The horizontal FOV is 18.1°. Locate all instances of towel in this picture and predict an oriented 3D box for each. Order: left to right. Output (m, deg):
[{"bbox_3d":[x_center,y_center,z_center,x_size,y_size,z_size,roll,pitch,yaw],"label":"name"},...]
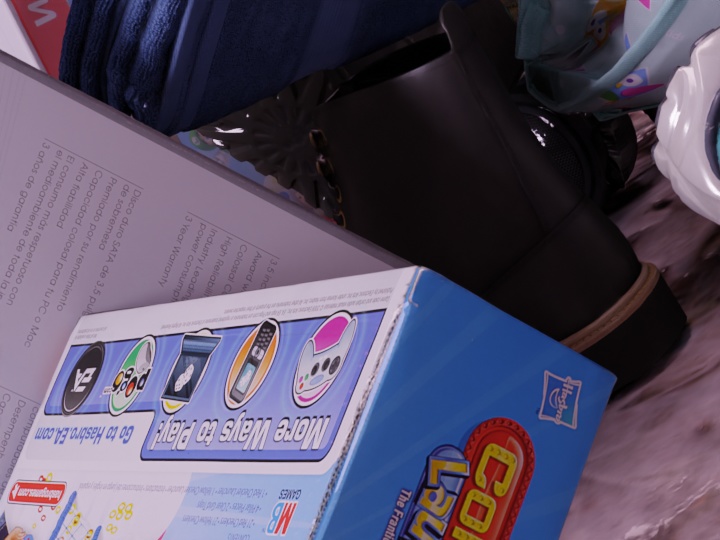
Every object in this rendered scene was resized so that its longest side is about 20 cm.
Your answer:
[{"bbox_3d":[-0.013,-0.115,0.728,0.199,0.048,0.112,-28,-32,-47],"label":"towel"}]

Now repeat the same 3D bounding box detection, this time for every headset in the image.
[{"bbox_3d":[0.113,-0.061,0.958,0.123,0.094,0.200,-41,-1,-13],"label":"headset"}]

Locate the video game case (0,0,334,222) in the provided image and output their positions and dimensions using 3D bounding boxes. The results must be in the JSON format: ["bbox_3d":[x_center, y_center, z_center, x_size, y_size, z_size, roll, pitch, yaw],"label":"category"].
[{"bbox_3d":[-0.044,-0.078,0.892,0.199,0.144,0.017,-15,-20,-41],"label":"video game case"}]

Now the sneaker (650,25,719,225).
[{"bbox_3d":[0.186,-0.055,0.725,0.199,0.078,0.080,-27,53,-23],"label":"sneaker"}]

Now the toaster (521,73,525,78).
[{"bbox_3d":[-0.046,-0.065,1.042,0.200,0.119,0.180,-45,18,-27],"label":"toaster"}]

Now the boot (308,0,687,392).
[{"bbox_3d":[0.000,0.000,0.807,0.199,0.139,0.078,-28,14,29],"label":"boot"}]

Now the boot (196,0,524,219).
[{"bbox_3d":[0.004,-0.116,0.883,0.072,0.182,0.201,-23,35,40],"label":"boot"}]

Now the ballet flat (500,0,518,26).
[{"bbox_3d":[0.112,-0.177,0.869,0.201,0.070,0.071,-62,14,0],"label":"ballet flat"}]

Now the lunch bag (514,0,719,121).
[{"bbox_3d":[0.155,-0.138,0.789,0.169,0.122,0.201,-9,-37,-27],"label":"lunch bag"}]

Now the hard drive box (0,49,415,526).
[{"bbox_3d":[-0.094,0.035,0.666,0.077,0.199,0.157,-8,58,63],"label":"hard drive box"}]

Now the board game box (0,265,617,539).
[{"bbox_3d":[-0.046,0.105,0.530,0.200,0.056,0.197,-8,58,62],"label":"board game box"}]
